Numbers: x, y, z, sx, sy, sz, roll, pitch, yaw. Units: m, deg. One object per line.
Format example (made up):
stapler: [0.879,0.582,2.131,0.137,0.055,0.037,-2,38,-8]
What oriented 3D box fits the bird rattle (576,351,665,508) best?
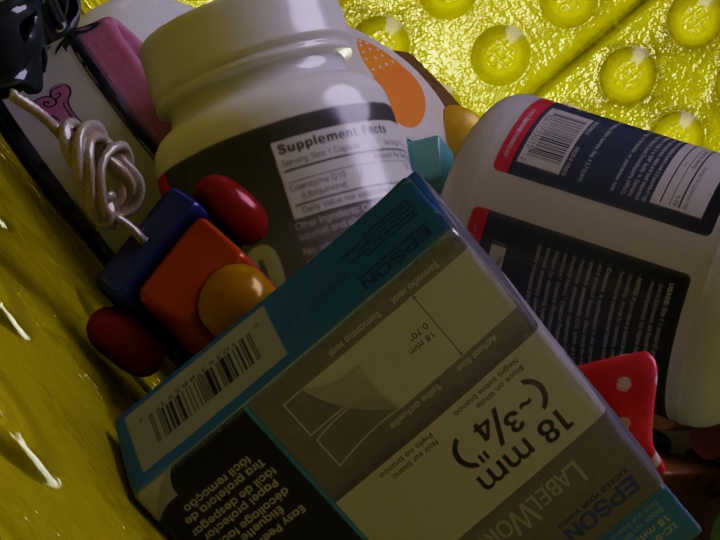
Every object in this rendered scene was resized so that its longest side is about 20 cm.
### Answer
bird rattle: [0.070,0.129,0.960,0.200,0.162,0.113,54,32,-34]

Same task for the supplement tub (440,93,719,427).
supplement tub: [0.145,-0.002,1.196,0.199,0.141,0.140,19,-7,18]

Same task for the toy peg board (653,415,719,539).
toy peg board: [0.181,0.142,1.274,0.097,0.201,0.199,4,16,-45]

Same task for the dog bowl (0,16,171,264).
dog bowl: [-0.102,-0.045,1.174,0.200,0.074,0.200,50,4,-4]

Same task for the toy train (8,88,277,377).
toy train: [-0.049,0.011,0.872,0.115,0.085,0.200,24,-19,48]

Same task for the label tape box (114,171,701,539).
label tape box: [0.030,0.088,0.830,0.200,0.144,0.063,49,3,-25]

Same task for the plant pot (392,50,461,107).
plant pot: [0.031,-0.039,1.551,0.186,0.185,0.201,42,25,-71]

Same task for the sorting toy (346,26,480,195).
sorting toy: [0.000,0.000,1.234,0.106,0.201,0.180,14,28,2]

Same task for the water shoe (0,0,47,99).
water shoe: [-0.186,-0.120,1.091,0.200,0.071,0.079,-124,-159,-75]

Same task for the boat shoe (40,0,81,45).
boat shoe: [-0.183,-0.141,1.279,0.069,0.057,0.200,50,3,0]

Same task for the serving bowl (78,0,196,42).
serving bowl: [-0.094,-0.108,1.445,0.199,0.066,0.201,32,26,-17]

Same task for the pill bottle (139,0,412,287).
pill bottle: [-0.028,-0.021,1.039,0.114,0.113,0.201,32,39,-81]
